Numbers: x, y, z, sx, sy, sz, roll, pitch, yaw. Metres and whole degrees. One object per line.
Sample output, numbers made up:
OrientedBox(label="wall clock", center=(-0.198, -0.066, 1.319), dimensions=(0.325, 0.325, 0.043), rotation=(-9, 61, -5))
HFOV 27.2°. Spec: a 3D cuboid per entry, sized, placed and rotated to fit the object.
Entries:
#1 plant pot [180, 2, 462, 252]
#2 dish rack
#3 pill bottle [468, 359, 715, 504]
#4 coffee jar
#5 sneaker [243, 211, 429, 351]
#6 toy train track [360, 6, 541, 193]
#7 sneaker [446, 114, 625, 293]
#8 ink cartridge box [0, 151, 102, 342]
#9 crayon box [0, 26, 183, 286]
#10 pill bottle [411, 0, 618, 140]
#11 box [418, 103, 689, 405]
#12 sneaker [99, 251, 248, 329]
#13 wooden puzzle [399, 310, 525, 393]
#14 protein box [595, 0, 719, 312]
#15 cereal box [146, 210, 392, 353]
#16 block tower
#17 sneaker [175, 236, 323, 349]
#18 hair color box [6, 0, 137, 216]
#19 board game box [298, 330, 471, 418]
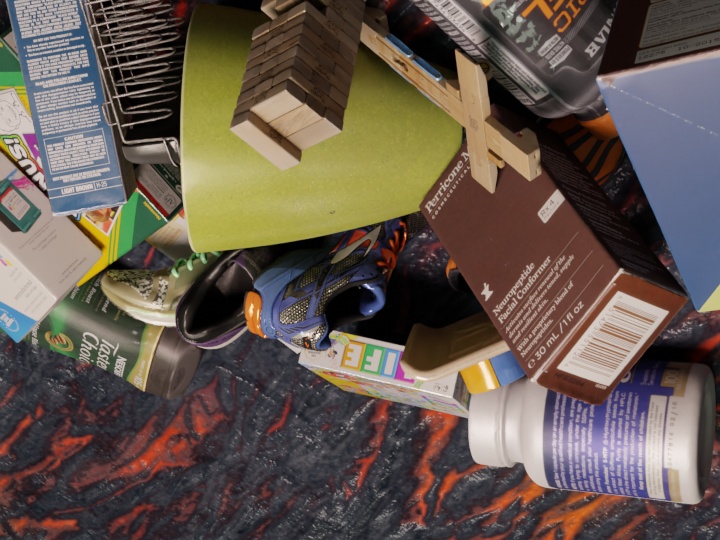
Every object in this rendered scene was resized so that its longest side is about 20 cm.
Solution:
OrientedBox(label="plant pot", center=(-0.024, -0.104, 1.121), dimensions=(0.198, 0.188, 0.188), rotation=(2, 137, 2))
OrientedBox(label="dish rack", center=(-0.165, -0.189, 1.096), dimensions=(0.054, 0.154, 0.201), rotation=(-8, 123, 7))
OrientedBox(label="pill bottle", center=(0.201, 0.133, 1.294), dimensions=(0.199, 0.120, 0.120), rotation=(3, 135, 20))
OrientedBox(label="coffee jar", center=(-0.244, 0.046, 1.429), dimensions=(0.199, 0.086, 0.105), rotation=(22, 139, 1))
OrientedBox(label="sneaker", center=(0.000, 0.000, 1.193), dimensions=(0.078, 0.200, 0.076), rotation=(32, 151, 29))
OrientedBox(label="toy train track", center=(0.063, -0.129, 1.016), dimensions=(0.200, 0.032, 0.115), rotation=(44, 158, 37))
OrientedBox(label="sneaker", center=(0.134, -0.040, 1.147), dimensions=(0.077, 0.112, 0.200), rotation=(29, 139, -8))
OrientedBox(label="ink cartridge box", center=(-0.329, -0.045, 1.279), dimensions=(0.200, 0.067, 0.116), rotation=(45, 144, -6))
OrientedBox(label="crayon box", center=(-0.257, -0.099, 1.267), dimensions=(0.200, 0.058, 0.172), rotation=(48, 139, -11))
OrientedBox(label="pill bottle", center=(0.120, -0.177, 1.016), dimensions=(0.200, 0.107, 0.106), rotation=(39, 136, -19))
OrientedBox(label="box", center=(0.127, -0.015, 1.020), dimensions=(0.075, 0.200, 0.100), rotation=(20, 116, -35))
OrientedBox(label="sneaker", center=(-0.124, -0.002, 1.281), dimensions=(0.198, 0.077, 0.089), rotation=(3, 110, 1))
OrientedBox(label="wooden puzzle", center=(0.135, 0.044, 1.146), dimensions=(0.199, 0.185, 0.047), rotation=(-18, 96, 8))
OrientedBox(label="protein box", center=(0.258, -0.119, 0.941), dimensions=(0.134, 0.201, 0.199), rotation=(-8, 130, 30))
OrientedBox(label="cereal box", center=(-0.088, -0.020, 1.323), dimensions=(0.200, 0.040, 0.144), rotation=(37, 137, -16))
OrientedBox(label="block tower", center=(-0.035, -0.168, 1.023), dimensions=(0.058, 0.201, 0.054), rotation=(-21, 136, 39))
OrientedBox(label="sneaker", center=(-0.069, -0.011, 1.206), dimensions=(0.076, 0.200, 0.088), rotation=(43, 178, 0))
OrientedBox(label="hair color box", center=(-0.220, -0.149, 1.129), dimensions=(0.060, 0.100, 0.201), rotation=(-10, 100, -3))
OrientedBox(label="board game box", center=(0.033, 0.092, 1.312), dimensions=(0.134, 0.034, 0.200), rotation=(11, 171, 13))
